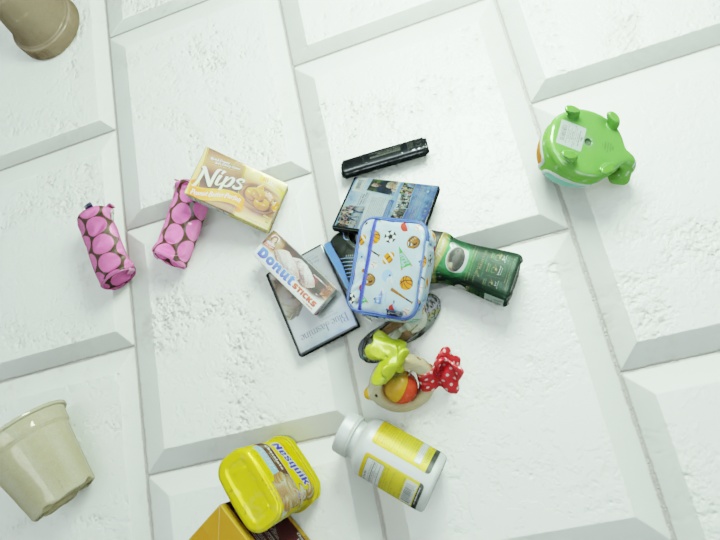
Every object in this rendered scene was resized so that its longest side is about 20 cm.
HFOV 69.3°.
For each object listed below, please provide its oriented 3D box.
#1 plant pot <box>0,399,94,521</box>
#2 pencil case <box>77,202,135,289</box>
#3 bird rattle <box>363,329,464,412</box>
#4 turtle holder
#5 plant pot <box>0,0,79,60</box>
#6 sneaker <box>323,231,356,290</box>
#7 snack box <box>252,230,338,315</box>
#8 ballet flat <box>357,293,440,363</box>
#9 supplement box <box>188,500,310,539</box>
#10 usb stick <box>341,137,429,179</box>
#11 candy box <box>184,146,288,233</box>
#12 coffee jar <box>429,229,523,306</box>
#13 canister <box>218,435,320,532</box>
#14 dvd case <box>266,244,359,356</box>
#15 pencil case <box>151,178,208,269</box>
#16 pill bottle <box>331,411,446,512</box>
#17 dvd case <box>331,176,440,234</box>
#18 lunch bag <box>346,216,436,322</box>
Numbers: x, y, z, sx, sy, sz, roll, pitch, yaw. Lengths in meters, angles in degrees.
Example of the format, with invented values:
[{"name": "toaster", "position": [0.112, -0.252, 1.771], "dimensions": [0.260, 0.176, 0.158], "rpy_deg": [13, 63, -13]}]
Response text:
[{"name": "plant pot", "position": [-0.676, 0.413, 1.107], "dimensions": [0.200, 0.200, 0.184], "rpy_deg": [-39, 83, 3]}, {"name": "pencil case", "position": [-0.596, -0.058, 1.230], "dimensions": [0.093, 0.091, 0.201], "rpy_deg": [-27, 74, -5]}, {"name": "bird rattle", "position": [0.093, 0.201, 0.996], "dimensions": [0.164, 0.199, 0.113], "rpy_deg": [-59, 27, 25]}, {"name": "turtle holder", "position": [0.427, -0.227, 0.996], "dimensions": [0.184, 0.132, 0.142], "rpy_deg": [-9, 78, -9]}, {"name": "plant pot", "position": [-0.908, -0.709, 1.416], "dimensions": [0.198, 0.175, 0.202], "rpy_deg": [-3, 78, 14]}, {"name": "sneaker", "position": [0.000, 0.000, 1.084], "dimensions": [0.078, 0.070, 0.201], "rpy_deg": [-36, 71, 10]}, {"name": "snack box", "position": [-0.140, 0.003, 1.105], "dimensions": [0.200, 0.024, 0.072], "rpy_deg": [42, 89, 20]}, {"name": "ballet flat", "position": [0.080, 0.120, 1.036], "dimensions": [0.200, 0.072, 0.072], "rpy_deg": [-37, 72, 3]}, {"name": "supplement box", "position": [-0.190, 0.528, 0.941], "dimensions": [0.197, 0.200, 0.133], "rpy_deg": [42, 89, 19]}, {"name": "usb stick", "position": [0.051, -0.246, 1.142], "dimensions": [0.198, 0.033, 0.056], "rpy_deg": [-15, 40, 10]}, {"name": "candy box", "position": [-0.274, -0.177, 1.163], "dimensions": [0.199, 0.055, 0.116], "rpy_deg": [24, 82, -5]}, {"name": "coffee jar", "position": [0.208, -0.008, 1.025], "dimensions": [0.199, 0.085, 0.105], "rpy_deg": [19, 83, 18]}, {"name": "canister", "position": [-0.164, 0.389, 0.966], "dimensions": [0.086, 0.200, 0.149], "rpy_deg": [-40, 72, 3]}, {"name": "dvd case", "position": [-0.104, 0.063, 1.113], "dimensions": [0.142, 0.018, 0.201], "rpy_deg": [-28, 73, 5]}, {"name": "pencil case", "position": [-0.414, -0.109, 1.203], "dimensions": [0.093, 0.091, 0.202], "rpy_deg": [19, 79, -18]}, {"name": "pill bottle", "position": [0.051, 0.347, 0.970], "dimensions": [0.199, 0.111, 0.112], "rpy_deg": [25, 84, 17]}, {"name": "dvd case", "position": [0.053, -0.129, 1.091], "dimensions": [0.198, 0.018, 0.144], "rpy_deg": [11, 62, 23]}, {"name": "lunch bag", "position": [0.054, 0.002, 0.991], "dimensions": [0.159, 0.075, 0.202], "rpy_deg": [9, 84, 23]}]
